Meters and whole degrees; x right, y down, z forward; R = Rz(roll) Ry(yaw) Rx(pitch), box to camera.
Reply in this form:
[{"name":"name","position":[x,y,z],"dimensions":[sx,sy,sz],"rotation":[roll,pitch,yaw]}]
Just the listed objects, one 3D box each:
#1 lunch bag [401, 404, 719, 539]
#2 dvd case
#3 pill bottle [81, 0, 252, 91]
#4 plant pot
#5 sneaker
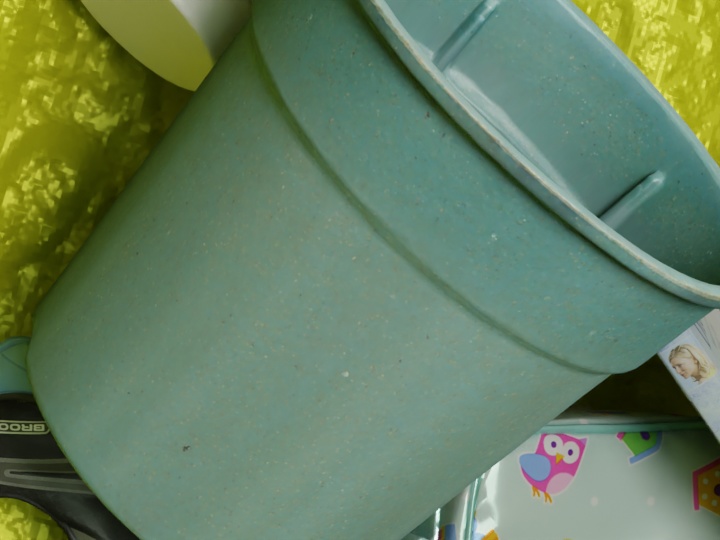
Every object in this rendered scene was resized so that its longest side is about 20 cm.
[{"name":"lunch bag","position":[0.083,0.149,0.929],"dimensions":[0.160,0.077,0.201],"rotation":[1,91,-25]},{"name":"dvd case","position":[0.156,0.055,0.909],"dimensions":[0.018,0.143,0.200],"rotation":[-32,110,13]},{"name":"pill bottle","position":[-0.018,-0.163,0.850],"dimensions":[0.200,0.111,0.111],"rotation":[-48,110,-18]},{"name":"plant pot","position":[0.000,0.000,0.780],"dimensions":[0.200,0.200,0.196],"rotation":[35,112,-23]},{"name":"sneaker","position":[-0.072,0.101,0.862],"dimensions":[0.199,0.071,0.083],"rotation":[35,90,-22]}]
